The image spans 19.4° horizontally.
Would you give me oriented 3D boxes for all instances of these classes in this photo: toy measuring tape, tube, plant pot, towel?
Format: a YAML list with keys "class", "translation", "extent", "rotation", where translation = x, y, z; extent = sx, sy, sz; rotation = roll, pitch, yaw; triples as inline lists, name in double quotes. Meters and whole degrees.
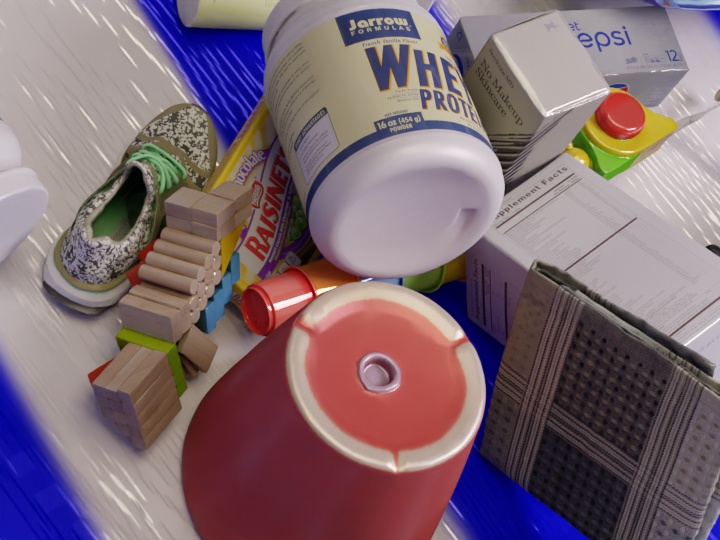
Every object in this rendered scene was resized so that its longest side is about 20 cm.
- class: "toy measuring tape"
  translation: [0.230, -0.132, 1.753]
  extent: [0.200, 0.074, 0.074]
  rotation: [-31, 76, -32]
- class: "tube"
  translation: [-0.049, -0.218, 1.710]
  extent: [0.200, 0.052, 0.058]
  rotation: [-2, 95, -27]
- class: "plant pot"
  translation: [-0.010, 0.109, 1.452]
  extent: [0.200, 0.177, 0.201]
  rotation: [9, 58, -15]
- class: "towel"
  translation: [0.178, 0.110, 1.486]
  extent: [0.192, 0.200, 0.035]
  rotation: [36, 46, 26]

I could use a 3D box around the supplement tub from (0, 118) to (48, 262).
- class: "supplement tub"
  translation: [-0.327, -0.089, 1.466]
  extent: [0.140, 0.140, 0.200]
  rotation: [-34, 77, -33]

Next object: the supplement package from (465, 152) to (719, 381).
- class: "supplement package"
  translation: [0.185, 0.024, 1.566]
  extent: [0.114, 0.110, 0.200]
  rotation: [-34, 53, -25]

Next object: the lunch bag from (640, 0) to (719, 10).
- class: "lunch bag"
  translation: [0.279, -0.262, 1.803]
  extent: [0.200, 0.094, 0.151]
  rotation: [-16, 24, -20]

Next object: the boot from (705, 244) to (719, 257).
- class: "boot"
  translation: [0.263, 0.088, 1.628]
  extent: [0.158, 0.079, 0.211]
  rotation: [46, 49, 4]

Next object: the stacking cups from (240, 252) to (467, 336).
- class: "stacking cups"
  translation: [0.000, 0.000, 1.575]
  extent: [0.200, 0.061, 0.061]
  rotation: [-15, 67, -36]

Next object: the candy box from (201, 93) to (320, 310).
- class: "candy box"
  translation: [-0.062, -0.059, 1.606]
  extent: [0.102, 0.026, 0.200]
  rotation: [39, 54, -15]

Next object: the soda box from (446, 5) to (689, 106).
- class: "soda box"
  translation: [0.168, -0.173, 1.754]
  extent: [0.200, 0.063, 0.068]
  rotation: [-7, 65, -24]

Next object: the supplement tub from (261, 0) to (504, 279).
- class: "supplement tub"
  translation: [0.011, -0.110, 1.543]
  extent: [0.145, 0.145, 0.200]
  rotation: [-3, 51, -23]

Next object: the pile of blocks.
- class: "pile of blocks"
  translation: [-0.139, 0.026, 1.506]
  extent: [0.062, 0.082, 0.200]
  rotation: [16, 72, 27]

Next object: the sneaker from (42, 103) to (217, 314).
- class: "sneaker"
  translation: [-0.156, -0.059, 1.546]
  extent: [0.077, 0.089, 0.200]
  rotation: [31, 55, -1]

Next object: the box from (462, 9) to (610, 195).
- class: "box"
  translation: [0.108, -0.107, 1.608]
  extent: [0.068, 0.200, 0.082]
  rotation: [-23, 71, -28]

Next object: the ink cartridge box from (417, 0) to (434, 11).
- class: "ink cartridge box"
  translation: [-0.016, -0.299, 1.721]
  extent: [0.200, 0.084, 0.146]
  rotation: [23, 36, -8]
